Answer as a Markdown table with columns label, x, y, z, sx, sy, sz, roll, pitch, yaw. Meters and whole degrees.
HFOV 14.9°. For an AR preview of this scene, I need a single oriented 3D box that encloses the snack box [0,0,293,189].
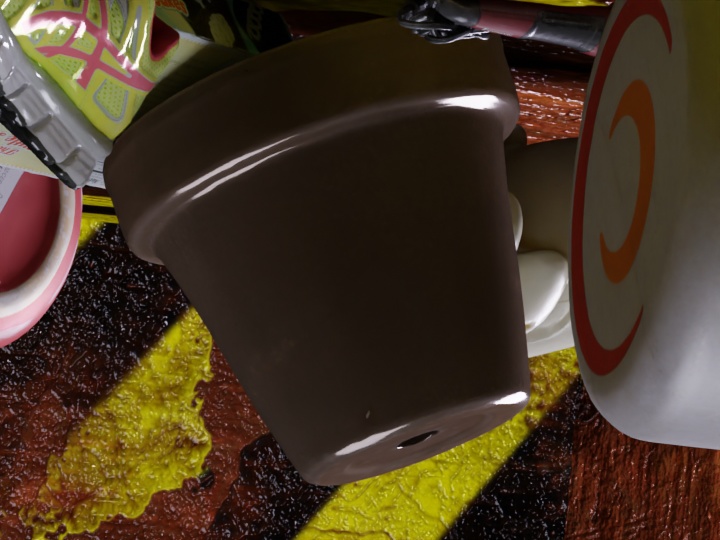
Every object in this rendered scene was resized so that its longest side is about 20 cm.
| label | x | y | z | sx | sy | sz | roll | pitch | yaw |
| --- | --- | --- | --- | --- | --- | --- | --- | --- | --- |
| snack box | -0.119 | -0.088 | 1.239 | 0.116 | 0.037 | 0.200 | -32 | 163 | 20 |

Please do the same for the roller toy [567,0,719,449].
| label | x | y | z | sx | sy | sz | roll | pitch | yaw |
| --- | --- | --- | --- | --- | --- | --- | --- | --- | --- |
| roller toy | 0.160 | -0.026 | 0.977 | 0.139 | 0.184 | 0.200 | 6 | 180 | -9 |

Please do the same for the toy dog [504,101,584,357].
| label | x | y | z | sx | sy | sz | roll | pitch | yaw |
| --- | --- | --- | --- | --- | --- | --- | --- | --- | --- |
| toy dog | 0.134 | -0.006 | 1.453 | 0.199 | 0.195 | 0.140 | 3 | -145 | -17 |

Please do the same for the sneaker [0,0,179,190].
| label | x | y | z | sx | sy | sz | roll | pitch | yaw |
| --- | --- | --- | --- | --- | --- | --- | --- | --- | --- |
| sneaker | -0.124 | -0.112 | 1.058 | 0.078 | 0.090 | 0.200 | 44 | 173 | 22 |

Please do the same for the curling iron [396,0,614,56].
| label | x | y | z | sx | sy | sz | roll | pitch | yaw |
| --- | --- | --- | --- | --- | --- | --- | --- | --- | --- |
| curling iron | 0.099 | -0.106 | 1.164 | 0.199 | 0.026 | 0.050 | 1 | -158 | -32 |

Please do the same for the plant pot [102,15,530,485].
| label | x | y | z | sx | sy | sz | roll | pitch | yaw |
| --- | --- | --- | --- | --- | --- | --- | --- | --- | --- |
| plant pot | 0.000 | 0.000 | 1.285 | 0.199 | 0.176 | 0.200 | -20 | 168 | -4 |

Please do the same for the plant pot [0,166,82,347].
| label | x | y | z | sx | sy | sz | roll | pitch | yaw |
| --- | --- | --- | --- | --- | --- | --- | --- | --- | --- |
| plant pot | -0.269 | -0.036 | 1.560 | 0.182 | 0.202 | 0.200 | -1 | 174 | 38 |
